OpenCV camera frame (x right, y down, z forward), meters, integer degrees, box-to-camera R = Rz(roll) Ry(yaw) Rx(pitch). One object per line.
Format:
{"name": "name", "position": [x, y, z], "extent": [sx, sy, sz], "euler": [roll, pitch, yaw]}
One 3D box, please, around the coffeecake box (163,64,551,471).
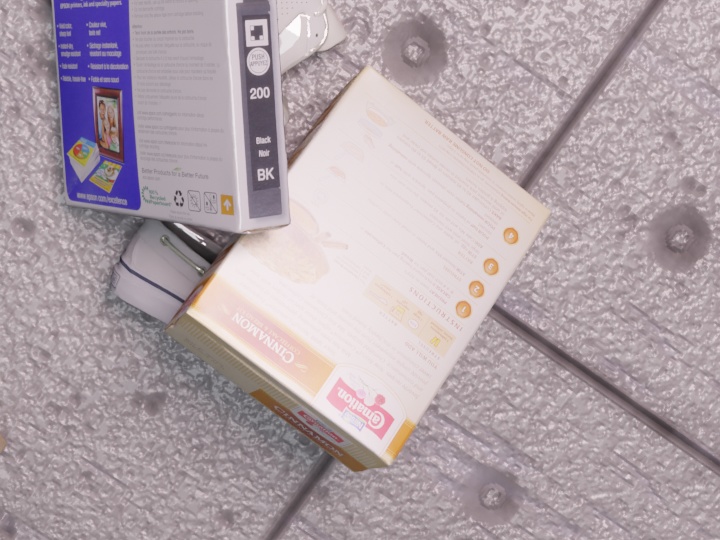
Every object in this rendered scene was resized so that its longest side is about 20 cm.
{"name": "coffeecake box", "position": [0.000, 0.000, 0.865], "extent": [0.153, 0.073, 0.200], "euler": [38, 69, -8]}

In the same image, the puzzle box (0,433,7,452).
{"name": "puzzle box", "position": [-0.361, 0.119, 0.937], "extent": [0.200, 0.025, 0.133], "euler": [-33, 99, 4]}

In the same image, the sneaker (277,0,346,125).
{"name": "sneaker", "position": [-0.051, -0.183, 0.878], "extent": [0.099, 0.078, 0.200], "euler": [16, 108, -11]}

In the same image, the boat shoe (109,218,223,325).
{"name": "boat shoe", "position": [-0.066, 0.026, 0.905], "extent": [0.200, 0.074, 0.067], "euler": [25, 103, -5]}

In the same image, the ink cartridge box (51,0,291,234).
{"name": "ink cartridge box", "position": [-0.121, -0.130, 0.827], "extent": [0.043, 0.198, 0.200], "euler": [-13, 106, -39]}
